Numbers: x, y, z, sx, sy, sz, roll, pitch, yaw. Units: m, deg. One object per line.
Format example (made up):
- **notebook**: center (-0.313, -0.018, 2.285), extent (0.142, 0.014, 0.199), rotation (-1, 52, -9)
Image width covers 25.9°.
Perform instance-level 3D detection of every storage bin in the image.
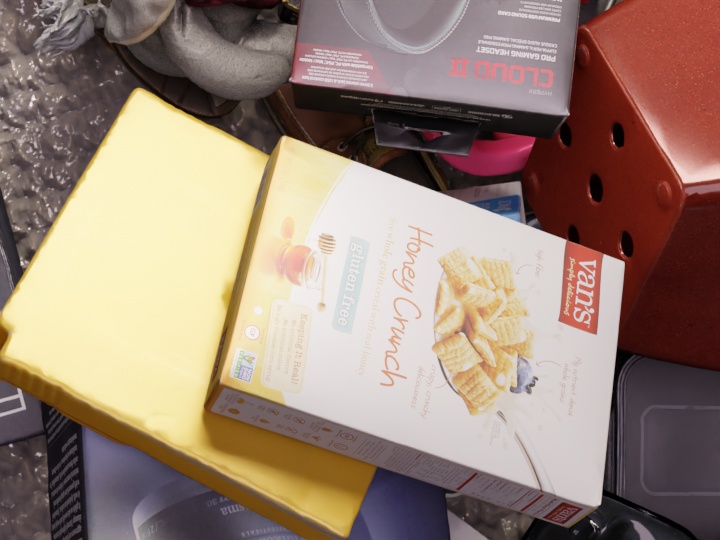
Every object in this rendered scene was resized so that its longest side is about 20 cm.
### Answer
- **storage bin**: center (0.248, 0.119, 1.010), extent (0.197, 0.094, 0.137), rotation (1, 88, -6)

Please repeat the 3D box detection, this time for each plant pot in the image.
- **plant pot**: center (0.208, -0.058, 0.908), extent (0.174, 0.201, 0.201), rotation (-9, 53, -20)

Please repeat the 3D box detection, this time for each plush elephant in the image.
- **plush elephant**: center (-0.095, -0.186, 0.897), extent (0.197, 0.155, 0.167), rotation (-13, 76, -12)

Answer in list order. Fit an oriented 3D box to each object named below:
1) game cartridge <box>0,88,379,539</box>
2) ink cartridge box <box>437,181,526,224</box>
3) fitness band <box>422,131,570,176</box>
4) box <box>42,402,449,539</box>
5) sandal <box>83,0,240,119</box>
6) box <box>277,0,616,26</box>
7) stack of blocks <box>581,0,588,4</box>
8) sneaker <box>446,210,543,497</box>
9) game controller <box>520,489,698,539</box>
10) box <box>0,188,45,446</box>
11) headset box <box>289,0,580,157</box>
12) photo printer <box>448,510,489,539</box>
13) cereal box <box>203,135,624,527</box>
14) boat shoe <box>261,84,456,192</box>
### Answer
- **game cartridge**: center (-0.066, 0.021, 0.795), extent (0.198, 0.033, 0.177), rotation (28, 58, -3)
- **ink cartridge box**: center (0.000, 0.000, 0.920), extent (0.197, 0.115, 0.069), rotation (-7, 101, 7)
- **fitness band**: center (0.120, -0.136, 0.939), extent (0.199, 0.144, 0.038), rotation (-32, 53, -6)
- **box**: center (-0.059, 0.153, 0.840), extent (0.197, 0.123, 0.201), rotation (-1, 75, -21)
- **sandal**: center (-0.149, -0.167, 0.998), extent (0.199, 0.055, 0.082), rotation (33, 74, 10)
- **box**: center (0.067, -0.196, 1.026), extent (0.198, 0.049, 0.161), rotation (27, 83, -5)
- **stack of blocks**: center (0.063, -0.240, 0.973), extent (0.114, 0.059, 0.202), rotation (-28, 90, -7)
- **sneaker**: center (0.094, 0.048, 0.990), extent (0.074, 0.085, 0.202), rotation (24, 73, -4)
- **game controller**: center (0.129, 0.218, 0.970), extent (0.103, 0.042, 0.201), rotation (19, 124, -11)
- **box**: center (-0.298, 0.023, 0.933), extent (0.198, 0.123, 0.201), rotation (-15, 91, -9)
- **headset box**: center (0.044, -0.162, 0.837), extent (0.147, 0.077, 0.203), rotation (7, 85, 0)
- **photo printer**: center (-0.028, 0.185, 0.959), extent (0.199, 0.069, 0.167), rotation (38, 65, -11)
- **cereal box**: center (0.033, 0.030, 0.784), extent (0.198, 0.040, 0.145), rotation (18, 59, -11)
- **boat shoe**: center (0.011, -0.075, 1.002), extent (0.072, 0.068, 0.200), rotation (-44, 93, -7)
